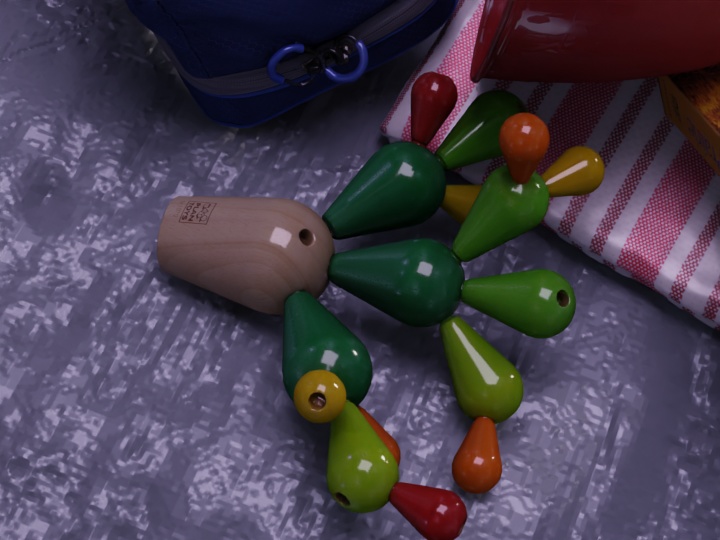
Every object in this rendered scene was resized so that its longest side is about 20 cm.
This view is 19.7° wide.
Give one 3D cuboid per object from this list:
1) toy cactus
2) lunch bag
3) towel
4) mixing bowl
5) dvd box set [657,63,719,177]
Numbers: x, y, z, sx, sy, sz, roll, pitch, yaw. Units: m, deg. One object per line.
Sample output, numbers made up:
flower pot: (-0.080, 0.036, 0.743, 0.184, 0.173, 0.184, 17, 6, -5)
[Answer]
toy cactus: (0.000, 0.000, 0.794, 0.164, 0.102, 0.201, 11, 66, 15)
lunch bag: (-0.043, -0.161, 0.868, 0.135, 0.132, 0.201, -25, 63, 5)
towel: (0.125, -0.068, 0.876, 0.199, 0.030, 0.147, 30, 74, 15)
mixing bowl: (0.121, -0.153, 0.798, 0.108, 0.201, 0.201, 17, 53, -1)
dvd box set: (0.212, -0.052, 0.772, 0.146, 0.030, 0.200, -22, 33, -2)
